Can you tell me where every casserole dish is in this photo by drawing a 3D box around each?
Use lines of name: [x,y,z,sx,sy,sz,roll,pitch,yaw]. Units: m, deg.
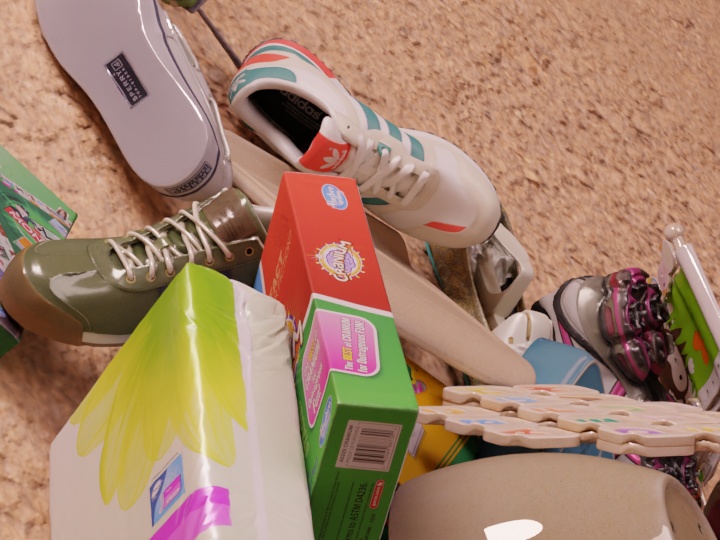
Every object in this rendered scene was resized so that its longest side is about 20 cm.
casserole dish: [0.121,0.117,1.710,0.200,0.039,0.121,-46,129,-63]

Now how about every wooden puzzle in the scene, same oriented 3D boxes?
wooden puzzle: [0.000,0.000,1.683,0.185,0.037,0.200,30,11,-36]

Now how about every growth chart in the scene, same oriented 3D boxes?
growth chart: [0.220,0.073,1.857,0.018,0.200,0.145,-13,54,-17]

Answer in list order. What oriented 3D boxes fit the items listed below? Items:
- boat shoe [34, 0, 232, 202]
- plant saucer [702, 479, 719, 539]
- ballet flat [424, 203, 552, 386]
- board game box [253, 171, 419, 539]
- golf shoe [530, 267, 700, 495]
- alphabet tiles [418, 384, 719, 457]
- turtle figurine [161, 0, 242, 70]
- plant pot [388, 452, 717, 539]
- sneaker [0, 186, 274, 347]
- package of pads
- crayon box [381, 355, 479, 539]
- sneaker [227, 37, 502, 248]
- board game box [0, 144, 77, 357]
boat shoe: [-0.132,-0.124,1.647,0.200,0.072,0.066,56,8,26]
plant saucer: [0.219,0.193,1.530,0.051,0.201,0.201,8,37,-4]
ballet flat: [0.094,0.031,1.808,0.071,0.071,0.200,25,37,-42]
board game box: [-0.023,0.068,1.359,0.040,0.153,0.200,7,32,-15]
golf shoe: [0.171,0.102,1.831,0.073,0.092,0.200,-4,82,-58]
alphabet tiles: [0.136,0.084,1.555,0.195,0.200,0.015,0,96,-30]
turtle figurine: [-0.101,-0.246,1.721,0.200,0.144,0.194,44,0,0]
plant pot: [0.123,0.177,1.447,0.200,0.134,0.200,54,20,-30]
sneaker: [-0.091,-0.011,1.445,0.200,0.090,0.067,3,46,-42]
package of pads: [-0.090,0.120,1.310,0.068,0.155,0.200,21,38,-25]
crayon box: [-0.018,0.084,1.574,0.200,0.058,0.119,36,30,-27]
sneaker: [-0.003,-0.070,1.749,0.200,0.070,0.093,36,23,-1]
board game box: [-0.244,-0.055,1.429,0.200,0.029,0.135,43,27,-16]
